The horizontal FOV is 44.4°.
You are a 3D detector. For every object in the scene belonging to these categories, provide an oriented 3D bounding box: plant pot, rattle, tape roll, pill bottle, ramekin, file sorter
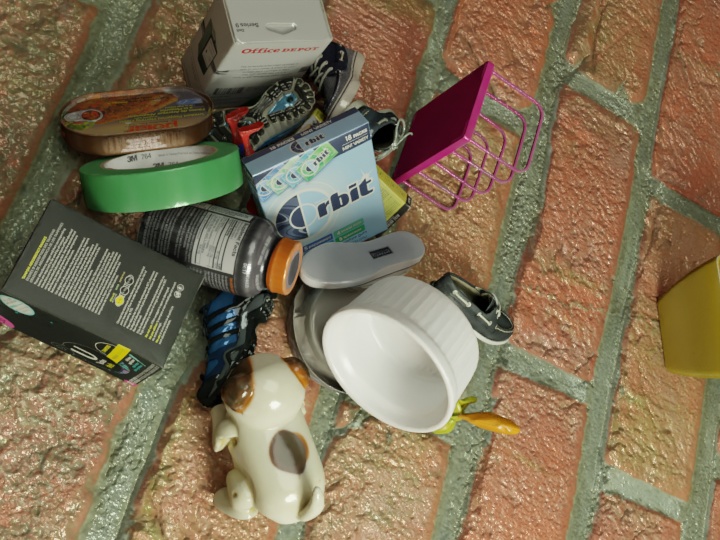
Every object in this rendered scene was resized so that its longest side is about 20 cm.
[{"bbox_3d":[0.630,0.097,1.521,0.199,0.176,0.201,4,75,-26],"label":"plant pot"},{"bbox_3d":[0.155,0.133,1.282,0.130,0.142,0.201,39,51,-35],"label":"rattle"},{"bbox_3d":[-0.251,-0.121,1.117,0.200,0.200,0.048,-16,110,-29],"label":"tape roll"},{"bbox_3d":[-0.177,-0.028,1.138,0.199,0.106,0.107,16,66,9],"label":"pill bottle"},{"bbox_3d":[0.057,0.104,1.152,0.201,0.200,0.098,51,52,-6],"label":"ramekin"},{"bbox_3d":[0.167,-0.194,1.354,0.125,0.200,0.140,29,65,-20],"label":"file sorter"}]

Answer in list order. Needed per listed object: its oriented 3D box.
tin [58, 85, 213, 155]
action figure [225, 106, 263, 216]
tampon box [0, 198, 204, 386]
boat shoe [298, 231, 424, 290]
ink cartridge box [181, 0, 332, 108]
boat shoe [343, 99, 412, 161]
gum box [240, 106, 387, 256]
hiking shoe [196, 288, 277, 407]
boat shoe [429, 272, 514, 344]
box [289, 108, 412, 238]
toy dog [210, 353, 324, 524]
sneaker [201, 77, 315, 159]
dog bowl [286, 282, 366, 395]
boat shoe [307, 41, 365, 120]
[{"bbox_3d":[-0.294,-0.199,1.168,0.199,0.042,0.112,-9,38,-17],"label":"tin"},{"bbox_3d":[-0.118,-0.134,1.209,0.099,0.201,0.065,-24,48,-20],"label":"action figure"},{"bbox_3d":[-0.321,0.033,1.067,0.199,0.150,0.127,29,64,-17],"label":"tampon box"},{"bbox_3d":[0.000,0.000,1.221,0.199,0.065,0.074,-9,56,-30],"label":"boat shoe"},{"bbox_3d":[-0.147,-0.306,1.221,0.145,0.200,0.084,-10,80,-29],"label":"ink cartridge box"},{"bbox_3d":[0.029,-0.204,1.305,0.062,0.200,0.075,44,100,13],"label":"boat shoe"},{"bbox_3d":[-0.056,-0.101,1.198,0.169,0.201,0.045,-26,48,-13],"label":"gum box"},{"bbox_3d":[-0.181,0.085,1.182,0.086,0.074,0.201,20,68,8],"label":"hiking shoe"},{"bbox_3d":[0.178,0.058,1.334,0.200,0.060,0.076,20,36,-43],"label":"boat shoe"},{"bbox_3d":[-0.018,-0.143,1.310,0.200,0.075,0.050,41,20,-11],"label":"box"},{"bbox_3d":[-0.118,0.201,1.087,0.139,0.194,0.201,-12,104,-21],"label":"toy dog"},{"bbox_3d":[-0.152,-0.193,1.258,0.199,0.090,0.079,-28,78,-9],"label":"sneaker"},{"bbox_3d":[-0.015,0.082,1.262,0.199,0.059,0.201,8,72,-25],"label":"dog bowl"},{"bbox_3d":[-0.052,-0.287,1.310,0.092,0.075,0.200,28,30,-12],"label":"boat shoe"}]
